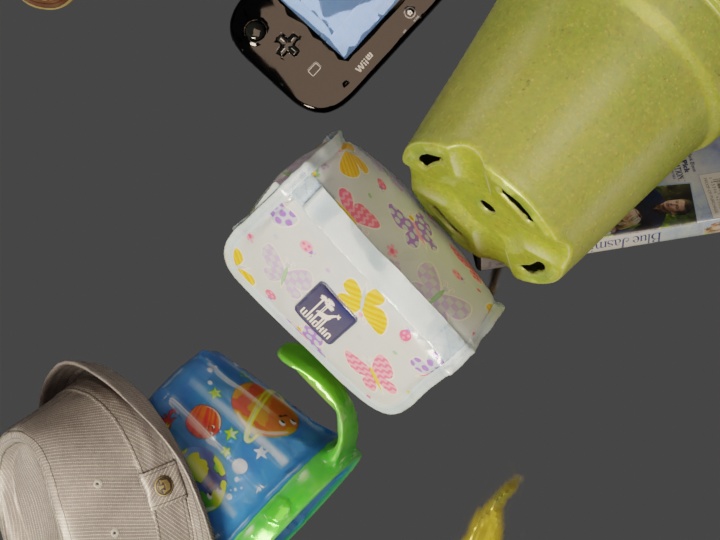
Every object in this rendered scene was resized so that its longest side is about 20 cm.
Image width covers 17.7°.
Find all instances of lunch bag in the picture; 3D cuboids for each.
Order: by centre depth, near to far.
[{"bbox_3d":[0.000,0.000,1.545,0.127,0.200,0.170,-44,95,-2],"label":"lunch bag"}]

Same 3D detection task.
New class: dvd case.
[{"bbox_3d":[0.164,-0.073,1.600,0.199,0.018,0.143,-9,50,-3],"label":"dvd case"}]

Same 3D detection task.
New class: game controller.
[{"bbox_3d":[0.004,-0.206,1.611,0.104,0.042,0.200,42,90,12],"label":"game controller"}]

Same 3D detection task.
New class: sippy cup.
[{"bbox_3d":[-0.090,0.130,1.585,0.130,0.140,0.178,43,80,7],"label":"sippy cup"}]

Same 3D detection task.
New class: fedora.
[{"bbox_3d":[-0.181,0.164,1.539,0.090,0.176,0.201,-26,109,-34],"label":"fedora"}]

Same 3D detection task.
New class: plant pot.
[{"bbox_3d":[0.131,-0.099,1.504,0.200,0.200,0.184,41,71,-4],"label":"plant pot"}]

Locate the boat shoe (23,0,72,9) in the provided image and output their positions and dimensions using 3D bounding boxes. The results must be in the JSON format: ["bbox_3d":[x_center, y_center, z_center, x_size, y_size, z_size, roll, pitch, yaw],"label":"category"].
[{"bbox_3d":[-0.216,-0.281,1.586,0.072,0.068,0.201,3,92,-4],"label":"boat shoe"}]
